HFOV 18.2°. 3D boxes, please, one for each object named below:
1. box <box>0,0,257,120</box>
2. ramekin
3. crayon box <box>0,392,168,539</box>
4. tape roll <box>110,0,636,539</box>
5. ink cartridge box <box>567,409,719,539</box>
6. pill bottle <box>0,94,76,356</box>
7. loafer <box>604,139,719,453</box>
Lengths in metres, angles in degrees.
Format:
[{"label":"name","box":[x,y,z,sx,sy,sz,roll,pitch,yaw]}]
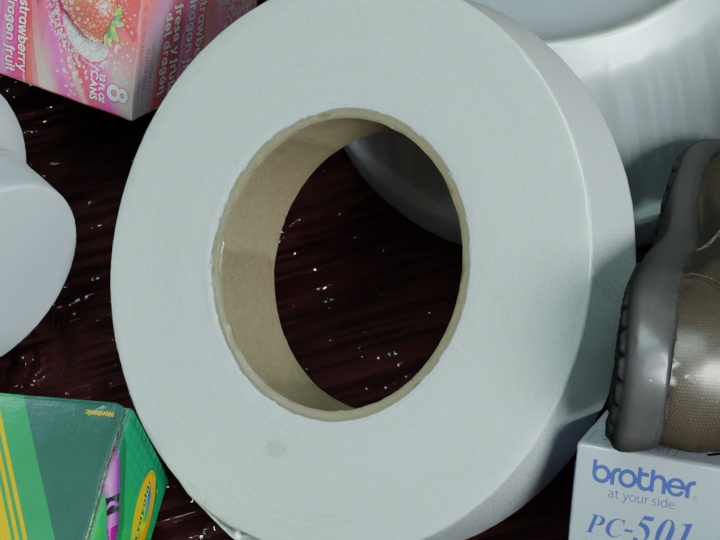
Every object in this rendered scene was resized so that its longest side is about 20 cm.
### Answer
[{"label":"box","box":[-0.095,-0.175,0.874,0.102,0.201,0.095,20,29,23]},{"label":"ramekin","box":[0.075,-0.115,0.868,0.199,0.105,0.201,-5,55,8]},{"label":"crayon box","box":[-0.179,0.105,0.793,0.199,0.058,0.119,3,57,16]},{"label":"tape roll","box":[0.000,0.000,0.781,0.202,0.037,0.204,-3,85,33]},{"label":"ink cartridge box","box":[0.174,0.079,0.723,0.199,0.045,0.094,9,15,17]},{"label":"pill bottle","box":[-0.203,-0.050,0.873,0.112,0.113,0.200,-41,59,-17]},{"label":"loafer","box":[0.130,0.014,0.753,0.070,0.074,0.200,11,25,12]}]
